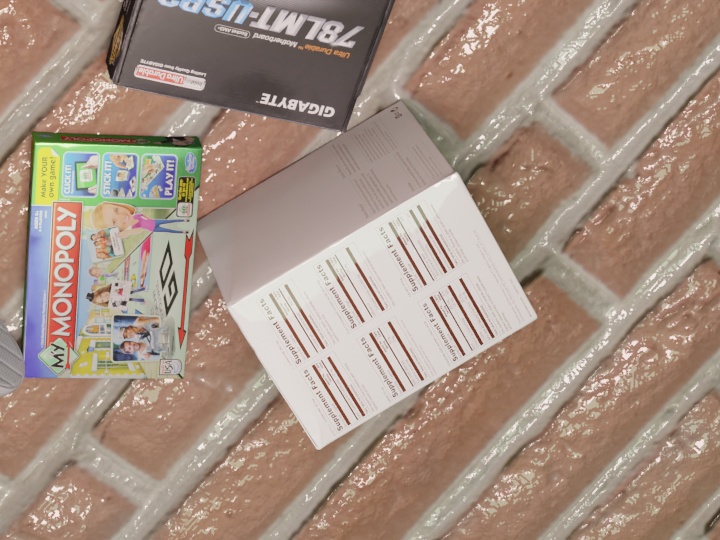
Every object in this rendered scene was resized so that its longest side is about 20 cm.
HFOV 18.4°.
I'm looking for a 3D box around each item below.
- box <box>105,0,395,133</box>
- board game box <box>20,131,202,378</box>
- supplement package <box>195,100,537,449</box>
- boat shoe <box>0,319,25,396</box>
[{"bbox_3d":[-0.074,-0.217,1.696,0.199,0.050,0.199,12,115,-21],"label":"box"},{"bbox_3d":[-0.201,-0.010,1.780,0.134,0.029,0.201,0,111,-14],"label":"board game box"},{"bbox_3d":[0.000,0.000,1.741,0.199,0.191,0.147,-30,114,0],"label":"supplement package"},{"bbox_3d":[-0.356,0.037,1.748,0.067,0.074,0.200,-29,119,37],"label":"boat shoe"}]
